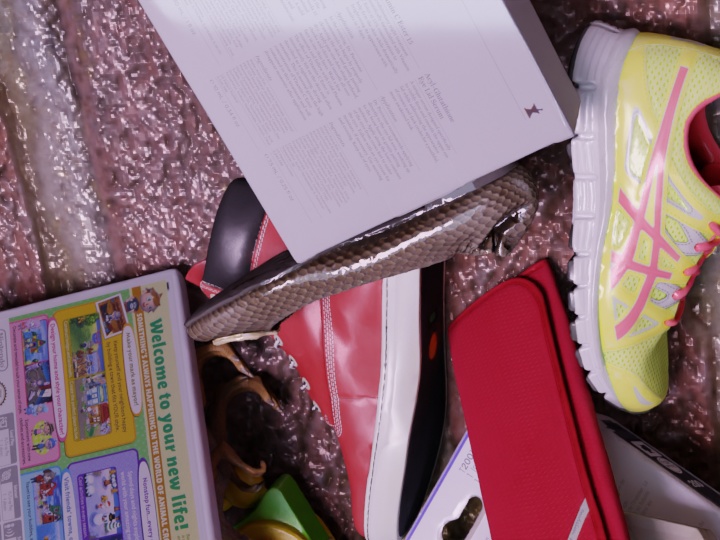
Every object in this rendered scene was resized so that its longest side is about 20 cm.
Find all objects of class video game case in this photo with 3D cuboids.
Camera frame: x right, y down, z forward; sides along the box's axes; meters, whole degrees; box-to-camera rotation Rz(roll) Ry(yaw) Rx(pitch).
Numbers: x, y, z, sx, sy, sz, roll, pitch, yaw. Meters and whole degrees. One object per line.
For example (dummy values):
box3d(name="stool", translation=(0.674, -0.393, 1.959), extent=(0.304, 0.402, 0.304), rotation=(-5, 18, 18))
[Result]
box3d(name="video game case", translation=(-0.172, 0.109, 0.849), extent=(0.180, 0.202, 0.022), rotation=(-14, 150, 3))

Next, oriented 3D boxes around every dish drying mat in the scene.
box3d(name="dish drying mat", translation=(0.087, 0.091, 0.775), extent=(0.018, 0.202, 0.077), rotation=(24, 131, -37))

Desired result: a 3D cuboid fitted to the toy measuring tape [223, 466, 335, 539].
box3d(name="toy measuring tape", translation=(-0.031, 0.208, 0.924), extent=(0.073, 0.074, 0.201), rotation=(-30, 94, 29))

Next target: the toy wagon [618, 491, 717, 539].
box3d(name="toy wagon", translation=(0.107, 0.208, 0.766), extent=(0.200, 0.039, 0.156), rotation=(-40, 61, 20))

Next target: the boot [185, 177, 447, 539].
box3d(name="boot", translation=(-0.028, 0.050, 0.858), extent=(0.143, 0.072, 0.202), rotation=(6, 108, 18))

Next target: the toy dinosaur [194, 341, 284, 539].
box3d(name="toy dinosaur", translation=(-0.109, 0.082, 0.895), extent=(0.106, 0.060, 0.201), rotation=(-37, 67, 1))

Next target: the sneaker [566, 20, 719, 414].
box3d(name="sneaker", translation=(0.149, -0.020, 0.753), extent=(0.089, 0.078, 0.202), rotation=(2, 114, 17))

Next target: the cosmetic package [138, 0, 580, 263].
box3d(name="cosmetic package", translation=(-0.011, -0.122, 0.696), extent=(0.150, 0.052, 0.201), rotation=(-23, 109, 24))

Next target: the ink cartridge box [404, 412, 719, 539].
box3d(name="ink cartridge box", translation=(0.110, 0.183, 0.817), extent=(0.199, 0.043, 0.199), rotation=(35, 100, 32))

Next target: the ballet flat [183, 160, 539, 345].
box3d(name="ballet flat", translation=(0.000, 0.000, 0.769), extent=(0.199, 0.067, 0.047), rotation=(-25, 101, 19))
